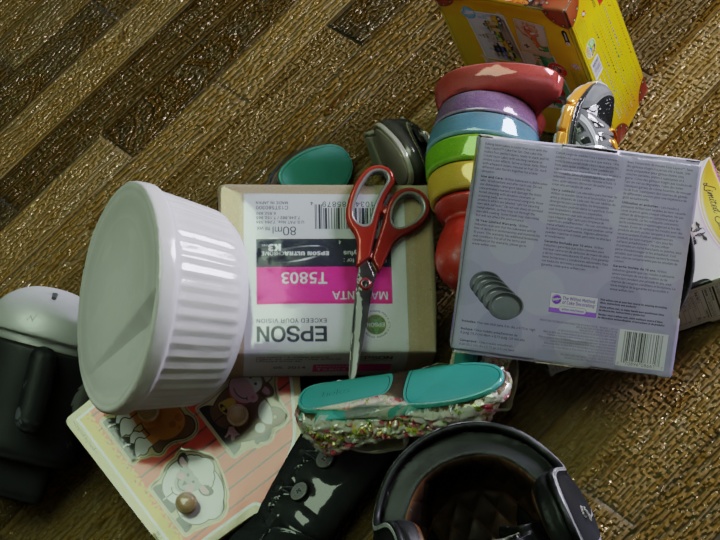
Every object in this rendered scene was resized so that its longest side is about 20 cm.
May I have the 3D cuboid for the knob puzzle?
[{"bbox_3d":[-0.139,0.140,1.671,0.218,0.030,0.221,-1,72,2],"label":"knob puzzle"}]

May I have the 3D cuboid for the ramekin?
[{"bbox_3d":[-0.171,0.029,1.612,0.202,0.094,0.204,-28,57,57],"label":"ramekin"}]

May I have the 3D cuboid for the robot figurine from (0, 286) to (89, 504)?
[{"bbox_3d":[-0.308,0.116,1.741,0.150,0.124,0.201,11,85,42],"label":"robot figurine"}]

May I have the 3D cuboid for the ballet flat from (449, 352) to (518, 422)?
[{"bbox_3d":[0.101,0.122,1.599,0.075,0.064,0.201,-2,66,60],"label":"ballet flat"}]

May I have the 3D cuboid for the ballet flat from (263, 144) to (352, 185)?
[{"bbox_3d":[-0.081,-0.060,1.814,0.068,0.068,0.200,-32,10,43],"label":"ballet flat"}]

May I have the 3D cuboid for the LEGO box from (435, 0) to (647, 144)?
[{"bbox_3d":[0.171,-0.219,1.742,0.148,0.200,0.077,16,63,32],"label":"LEGO box"}]

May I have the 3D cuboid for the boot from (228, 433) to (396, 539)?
[{"bbox_3d":[-0.013,0.206,1.602,0.164,0.066,0.200,23,63,34],"label":"boot"}]

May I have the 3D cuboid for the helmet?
[{"bbox_3d":[0.099,0.226,1.441,0.199,0.201,0.191,-30,12,1],"label":"helmet"}]

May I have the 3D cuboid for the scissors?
[{"bbox_3d":[0.000,0.000,1.634,0.073,0.014,0.201,24,71,0],"label":"scissors"}]

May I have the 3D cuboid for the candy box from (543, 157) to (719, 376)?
[{"bbox_3d":[0.240,-0.004,1.639,0.199,0.061,0.137,-20,49,10],"label":"candy box"}]

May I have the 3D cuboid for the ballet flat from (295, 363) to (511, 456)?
[{"bbox_3d":[0.040,0.119,1.548,0.199,0.064,0.076,-7,31,26],"label":"ballet flat"}]

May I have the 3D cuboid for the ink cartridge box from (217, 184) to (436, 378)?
[{"bbox_3d":[-0.032,0.009,1.674,0.198,0.075,0.166,-1,70,-5],"label":"ink cartridge box"}]

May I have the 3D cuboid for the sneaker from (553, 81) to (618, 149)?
[{"bbox_3d":[0.205,-0.082,1.636,0.077,0.078,0.201,7,58,15],"label":"sneaker"}]

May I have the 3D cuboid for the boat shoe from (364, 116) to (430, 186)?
[{"bbox_3d":[0.046,-0.120,1.761,0.057,0.067,0.200,-22,9,-5],"label":"boat shoe"}]

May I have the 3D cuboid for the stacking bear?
[{"bbox_3d":[0.112,-0.072,1.645,0.113,0.122,0.201,9,65,-4],"label":"stacking bear"}]

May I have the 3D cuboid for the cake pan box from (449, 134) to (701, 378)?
[{"bbox_3d":[0.183,-0.013,1.546,0.198,0.052,0.186,6,97,1],"label":"cake pan box"}]
